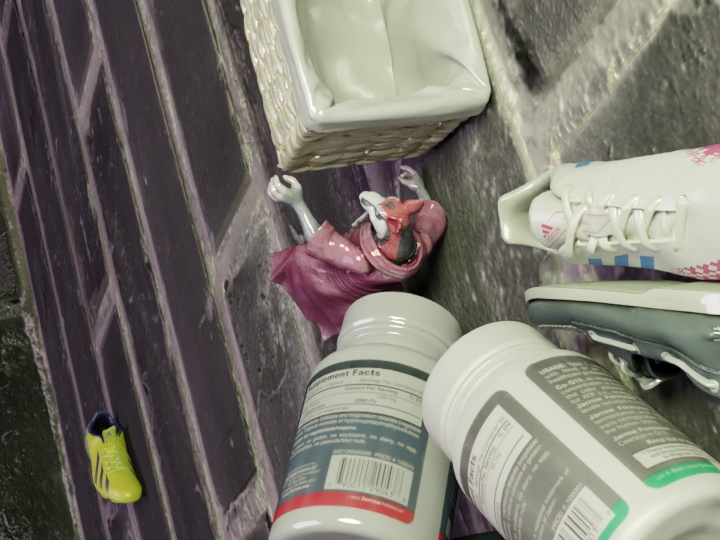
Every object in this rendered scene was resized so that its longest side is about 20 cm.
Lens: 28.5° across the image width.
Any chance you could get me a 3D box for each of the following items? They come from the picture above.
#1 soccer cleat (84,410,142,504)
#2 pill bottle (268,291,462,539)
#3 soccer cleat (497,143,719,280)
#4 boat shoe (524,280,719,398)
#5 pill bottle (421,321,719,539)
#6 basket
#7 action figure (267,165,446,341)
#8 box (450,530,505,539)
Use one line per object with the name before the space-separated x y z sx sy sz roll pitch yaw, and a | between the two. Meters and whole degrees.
soccer cleat | -0.390 0.292 2.222 0.200 0.065 0.084 -132 47 -54
pill bottle | 0.014 0.121 0.992 0.120 0.120 0.200 113 173 -52
soccer cleat | 0.144 -0.026 0.756 0.200 0.086 0.070 -179 82 -68
boat shoe | 0.154 0.037 0.776 0.200 0.073 0.062 2 95 63
pill bottle | 0.123 0.115 0.807 0.200 0.113 0.113 45 138 51
basket | -0.007 -0.180 1.019 0.123 0.135 0.200 132 127 -67
action figure | 0.000 0.000 1.061 0.200 0.134 0.149 139 119 -67
box | 0.118 0.244 0.929 0.200 0.079 0.141 155 104 -68
